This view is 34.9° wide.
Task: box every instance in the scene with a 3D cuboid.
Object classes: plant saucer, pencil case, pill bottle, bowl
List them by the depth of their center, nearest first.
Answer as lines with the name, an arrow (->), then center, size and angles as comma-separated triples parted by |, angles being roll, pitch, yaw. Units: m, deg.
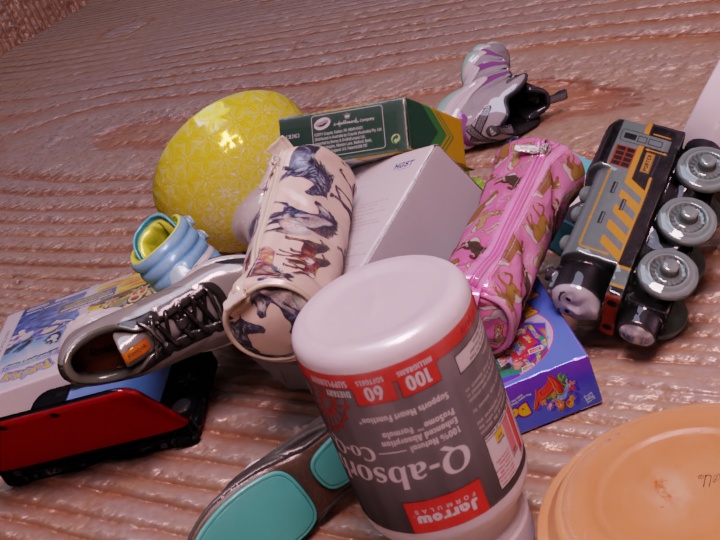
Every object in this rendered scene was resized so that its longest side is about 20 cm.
plant saucer -> 0.206, 0.146, 0.713 | 0.199, 0.032, 0.201 | -17, 27, 9
pill bottle -> 0.041, 0.101, 0.732 | 0.115, 0.201, 0.116 | -18, 26, 9
pencil case -> -0.055, -0.018, 0.906 | 0.078, 0.089, 0.200 | -44, 23, 34
pencil case -> 0.115, -0.022, 0.914 | 0.083, 0.087, 0.200 | -11, 37, 41
bowl -> -0.118, -0.086, 1.264 | 0.200, 0.200, 0.108 | -30, 56, -15

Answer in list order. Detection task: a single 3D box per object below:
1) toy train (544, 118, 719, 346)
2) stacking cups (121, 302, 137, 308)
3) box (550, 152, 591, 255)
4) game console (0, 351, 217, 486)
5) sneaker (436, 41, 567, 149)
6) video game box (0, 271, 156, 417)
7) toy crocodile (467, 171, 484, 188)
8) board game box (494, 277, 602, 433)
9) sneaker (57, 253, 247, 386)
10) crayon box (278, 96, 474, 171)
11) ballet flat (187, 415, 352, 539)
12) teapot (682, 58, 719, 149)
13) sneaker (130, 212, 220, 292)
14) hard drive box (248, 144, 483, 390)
toy train -> 0.224, -0.033, 0.915 | 0.114, 0.085, 0.200 | 18, 61, 18
stacking cups -> -0.192, 0.058, 1.095 | 0.060, 0.061, 0.200 | -22, 0, 0
box -> 0.211, -0.053, 1.062 | 0.082, 0.049, 0.200 | -28, 27, -11
game console -> -0.249, 0.113, 1.024 | 0.199, 0.119, 0.173 | -14, 33, 14
sneaker -> 0.183, -0.212, 1.364 | 0.139, 0.078, 0.200 | -3, 42, 32
video game box -> -0.301, 0.078, 1.219 | 0.199, 0.047, 0.182 | -19, 29, 7
toy crocodile -> 0.058, -0.088, 1.246 | 0.200, 0.062, 0.067 | 13, 44, 43
board game box -> 0.099, 0.063, 0.936 | 0.134, 0.045, 0.200 | -21, 26, 2
sneaker -> -0.157, 0.049, 0.946 | 0.199, 0.074, 0.079 | -23, 12, 1
crayon box -> 0.021, -0.121, 1.105 | 0.125, 0.052, 0.200 | -6, -3, 22
ballet flat -> -0.044, 0.154, 0.853 | 0.200, 0.068, 0.068 | -34, 13, -12
teapot -> 0.378, -0.142, 0.999 | 0.146, 0.198, 0.200 | 29, 70, 13
sneaker -> -0.150, 0.000, 1.088 | 0.080, 0.131, 0.200 | -43, -2, 1
hard drive box -> 0.000, 0.000, 0.991 | 0.156, 0.077, 0.200 | -9, 46, 56
